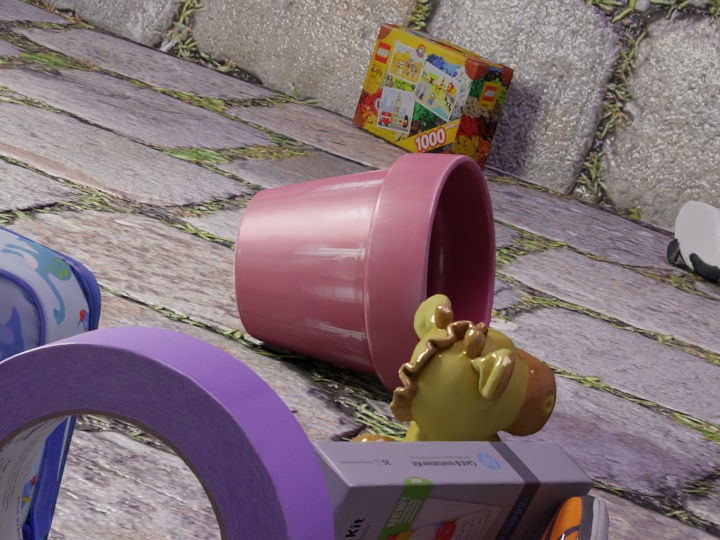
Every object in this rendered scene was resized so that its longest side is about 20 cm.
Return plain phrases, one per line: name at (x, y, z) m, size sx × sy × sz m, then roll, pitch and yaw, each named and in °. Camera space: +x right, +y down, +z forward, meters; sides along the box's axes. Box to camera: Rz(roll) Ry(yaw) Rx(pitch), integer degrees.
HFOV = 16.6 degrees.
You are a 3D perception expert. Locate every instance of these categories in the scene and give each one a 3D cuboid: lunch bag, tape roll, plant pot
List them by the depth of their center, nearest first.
tape roll at (-0.116, 0.129, 1.184) m, size 0.200 × 0.200 × 0.066 m, roll 19°, pitch 11°, yaw 14°
lunch bag at (-0.228, 0.070, 1.315) m, size 0.161 × 0.200 × 0.082 m, roll 18°, pitch 18°, yaw 16°
plant pot at (0.000, 0.000, 2.040) m, size 0.179 × 0.200 × 0.200 m, roll 4°, pitch 7°, yaw 19°

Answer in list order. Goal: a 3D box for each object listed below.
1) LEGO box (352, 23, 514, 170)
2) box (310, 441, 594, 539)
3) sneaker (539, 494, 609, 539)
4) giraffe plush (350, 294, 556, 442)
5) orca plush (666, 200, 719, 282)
LEGO box at (0.097, -0.234, 3.341) m, size 0.077 × 0.149 × 0.200 m, roll 6°, pitch 15°, yaw -43°
box at (0.017, 0.162, 1.323) m, size 0.200 × 0.156 × 0.041 m, roll 6°, pitch 31°, yaw -46°
sneaker at (0.059, 0.186, 1.288) m, size 0.112 × 0.078 × 0.200 m, roll 17°, pitch 48°, yaw 11°
giraffe plush at (0.065, 0.107, 1.641) m, size 0.173 × 0.162 × 0.200 m, roll 24°, pitch 13°, yaw 32°
orca plush at (0.448, -0.020, 3.031) m, size 0.071 × 0.105 × 0.200 m, roll 46°, pitch -5°, yaw -26°
